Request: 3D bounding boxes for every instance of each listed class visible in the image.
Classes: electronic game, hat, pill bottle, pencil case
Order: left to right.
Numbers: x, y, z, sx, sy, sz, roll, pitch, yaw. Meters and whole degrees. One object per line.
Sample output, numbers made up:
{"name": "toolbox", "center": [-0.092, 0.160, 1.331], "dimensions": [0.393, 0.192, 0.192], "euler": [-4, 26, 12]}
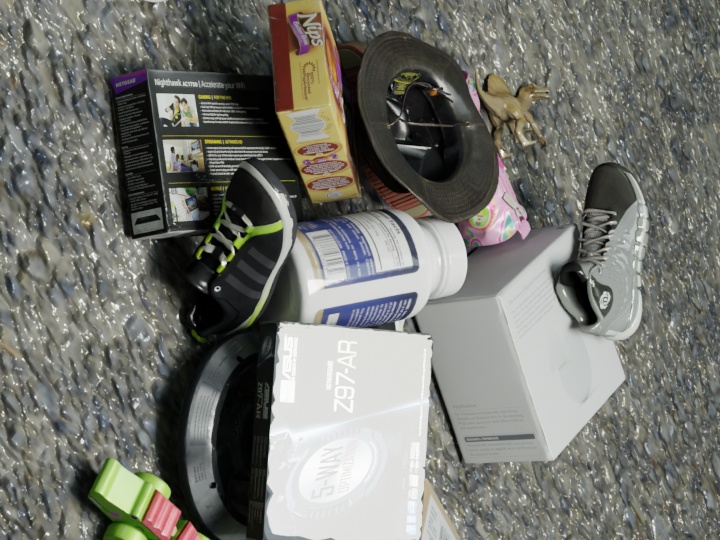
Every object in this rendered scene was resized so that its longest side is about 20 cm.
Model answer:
{"name": "electronic game", "center": [-0.107, 0.157, 1.697], "dimensions": [0.200, 0.041, 0.201], "euler": [-3, 94, -59]}
{"name": "pill bottle", "center": [0.000, 0.000, 1.748], "dimensions": [0.199, 0.111, 0.112], "euler": [-10, 93, -32]}
{"name": "hat", "center": [0.045, -0.132, 1.801], "dimensions": [0.200, 0.081, 0.201], "euler": [24, 54, -38]}
{"name": "pencil case", "center": [0.121, -0.120, 2.013], "dimensions": [0.087, 0.087, 0.200], "euler": [-48, 121, -45]}

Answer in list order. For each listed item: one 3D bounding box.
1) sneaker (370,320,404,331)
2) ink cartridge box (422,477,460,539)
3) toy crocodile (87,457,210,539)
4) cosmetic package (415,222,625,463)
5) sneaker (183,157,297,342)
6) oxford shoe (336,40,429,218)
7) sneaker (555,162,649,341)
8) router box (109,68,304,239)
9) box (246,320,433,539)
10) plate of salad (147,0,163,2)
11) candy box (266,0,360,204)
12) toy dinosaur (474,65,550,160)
{"name": "sneaker", "center": [0.003, 0.014, 1.853], "dimensions": [0.112, 0.073, 0.200], "euler": [64, 33, -19]}
{"name": "ink cartridge box", "center": [0.036, 0.307, 1.786], "dimensions": [0.200, 0.075, 0.165], "euler": [62, 35, -62]}
{"name": "toy crocodile", "center": [-0.168, 0.237, 1.588], "dimensions": [0.200, 0.062, 0.068], "euler": [55, 45, -32]}
{"name": "cosmetic package", "center": [0.179, 0.080, 2.025], "dimensions": [0.199, 0.123, 0.201], "euler": [-38, 115, -49]}
{"name": "sneaker", "center": [-0.115, -0.008, 1.625], "dimensions": [0.083, 0.072, 0.200], "euler": [-27, 144, -36]}
{"name": "oxford shoe", "center": [0.032, -0.152, 1.900], "dimensions": [0.201, 0.071, 0.074], "euler": [67, 25, -10]}
{"name": "sneaker", "center": [0.261, -0.023, 1.994], "dimensions": [0.115, 0.075, 0.201], "euler": [3, 82, -51]}
{"name": "router box", "center": [-0.139, -0.108, 1.690], "dimensions": [0.200, 0.051, 0.150], "euler": [-4, 86, -54]}
{"name": "box", "center": [-0.018, 0.151, 1.654], "dimensions": [0.160, 0.044, 0.201], "euler": [7, 85, -25]}
{"name": "plate of salad", "center": [-0.147, -0.333, 1.647], "dimensions": [0.200, 0.048, 0.200], "euler": [-50, 157, -30]}
{"name": "candy box", "center": [-0.043, -0.158, 1.737], "dimensions": [0.200, 0.056, 0.117], "euler": [67, 16, -65]}
{"name": "toy dinosaur", "center": [0.168, -0.185, 2.126], "dimensions": [0.200, 0.058, 0.101], "euler": [-3, 72, -61]}
